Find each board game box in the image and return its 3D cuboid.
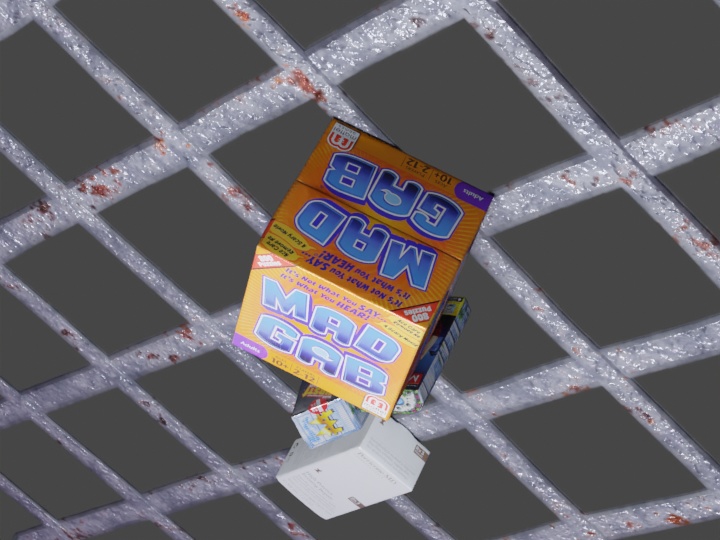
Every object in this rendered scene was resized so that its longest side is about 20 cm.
[{"bbox_3d":[0.013,0.119,2.302,0.199,0.200,0.062,1,136,35],"label":"board game box"},{"bbox_3d":[0.000,0.000,2.161,0.199,0.200,0.200,26,145,5],"label":"board game box"}]

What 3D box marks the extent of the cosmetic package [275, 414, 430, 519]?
[{"bbox_3d":[-0.012,0.258,2.607,0.102,0.074,0.200,41,145,-17],"label":"cosmetic package"}]
